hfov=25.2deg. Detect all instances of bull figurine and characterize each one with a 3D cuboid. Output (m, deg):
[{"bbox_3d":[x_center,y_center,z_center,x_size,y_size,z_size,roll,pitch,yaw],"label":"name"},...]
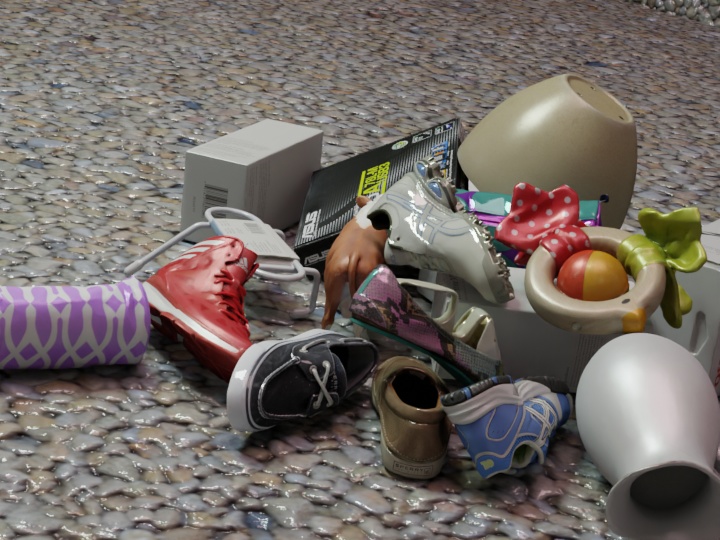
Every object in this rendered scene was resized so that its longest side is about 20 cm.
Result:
[{"bbox_3d":[0.000,0.000,1.613,0.064,0.123,0.200,12,20,9],"label":"bull figurine"}]

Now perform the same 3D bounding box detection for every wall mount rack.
[{"bbox_3d":[-0.140,-0.002,1.645,0.172,0.075,0.200,3,20,-24],"label":"wall mount rack"}]

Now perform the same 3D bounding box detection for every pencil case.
[{"bbox_3d":[0.151,-0.041,1.635,0.197,0.086,0.093,5,-18,4],"label":"pencil case"},{"bbox_3d":[-0.282,0.043,1.434,0.198,0.084,0.086,0,56,-26],"label":"pencil case"}]

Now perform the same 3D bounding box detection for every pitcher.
[{"bbox_3d":[0.267,0.150,1.352,0.170,0.122,0.201,25,27,-16],"label":"pitcher"}]

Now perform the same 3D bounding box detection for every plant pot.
[{"bbox_3d":[0.223,-0.131,1.747,0.199,0.135,0.201,27,25,-14],"label":"plant pot"}]

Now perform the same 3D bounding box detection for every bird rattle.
[{"bbox_3d":[0.213,-0.008,1.477,0.198,0.114,0.164,16,42,14],"label":"bird rattle"}]

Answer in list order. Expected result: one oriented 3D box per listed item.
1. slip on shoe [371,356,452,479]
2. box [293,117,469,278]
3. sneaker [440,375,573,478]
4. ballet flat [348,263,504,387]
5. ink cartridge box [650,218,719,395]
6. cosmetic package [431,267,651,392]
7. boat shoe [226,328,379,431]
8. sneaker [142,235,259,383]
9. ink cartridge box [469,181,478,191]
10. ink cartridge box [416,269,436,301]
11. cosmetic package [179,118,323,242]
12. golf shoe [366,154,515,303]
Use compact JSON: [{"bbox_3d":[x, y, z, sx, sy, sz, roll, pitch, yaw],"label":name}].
[{"bbox_3d":[0.046,0.111,1.418,0.075,0.061,0.200,8,20,1],"label":"slip on shoe"},{"bbox_3d":[0.028,-0.084,1.799,0.191,0.048,0.201,-17,26,15],"label":"box"},{"bbox_3d":[0.131,0.136,1.392,0.075,0.078,0.199,-24,-13,28],"label":"sneaker"},{"bbox_3d":[0.075,0.055,1.443,0.199,0.072,0.069,33,-3,-33],"label":"ballet flat"},{"bbox_3d":[0.365,0.034,1.634,0.084,0.146,0.199,19,22,31],"label":"ink cartridge box"},{"bbox_3d":[0.170,0.057,1.560,0.197,0.086,0.108,7,23,-6],"label":"cosmetic package"},{"bbox_3d":[-0.045,0.095,1.407,0.067,0.073,0.199,3,9,27],"label":"boat shoe"},{"bbox_3d":[-0.127,0.023,1.493,0.116,0.079,0.199,-45,43,-14],"label":"sneaker"},{"bbox_3d":[0.072,-0.078,1.933,0.198,0.069,0.116,-8,25,-36],"label":"ink cartridge box"},{"bbox_3d":[0.176,0.007,1.746,0.198,0.068,0.116,-5,25,-32],"label":"ink cartridge box"},{"bbox_3d":[-0.122,-0.100,1.860,0.084,0.109,0.200,13,19,20],"label":"cosmetic package"},{"bbox_3d":[0.074,-0.019,1.519,0.097,0.079,0.200,-32,40,-3],"label":"golf shoe"}]
